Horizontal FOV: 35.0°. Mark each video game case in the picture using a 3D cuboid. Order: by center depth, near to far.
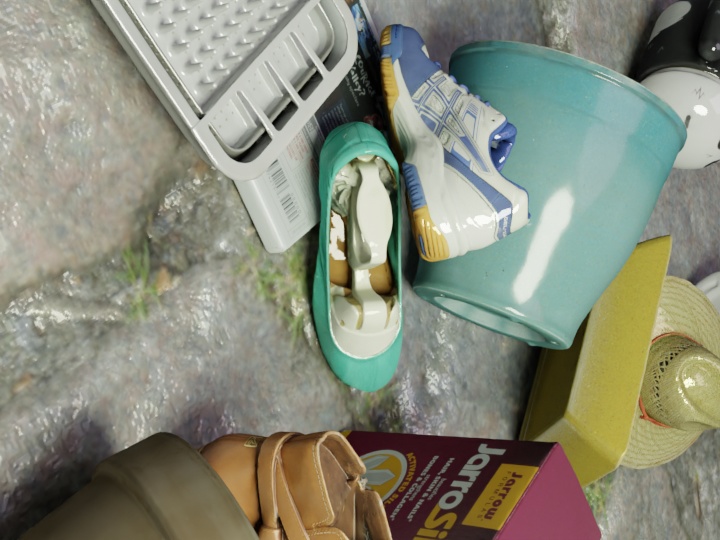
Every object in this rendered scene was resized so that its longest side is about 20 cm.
[{"bbox_3d":[-0.048,-0.145,0.821,0.182,0.023,0.203,-42,116,-40],"label":"video game case"}]

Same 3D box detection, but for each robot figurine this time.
[{"bbox_3d":[0.352,-0.200,1.184,0.150,0.124,0.202,46,55,-31],"label":"robot figurine"}]

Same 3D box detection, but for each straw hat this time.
[{"bbox_3d":[0.310,0.110,1.093,0.198,0.085,0.205,-6,104,-27],"label":"straw hat"}]

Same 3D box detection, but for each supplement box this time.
[{"bbox_3d":[0.044,0.177,0.763,0.110,0.198,0.087,-46,118,-38],"label":"supplement box"}]

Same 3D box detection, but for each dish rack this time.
[{"bbox_3d":[-0.095,-0.176,0.725,0.172,0.043,0.201,-54,123,-34],"label":"dish rack"}]

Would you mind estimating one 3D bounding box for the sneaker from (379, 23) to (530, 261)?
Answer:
[{"bbox_3d":[0.065,-0.097,0.813,0.076,0.086,0.203,76,1,-59],"label":"sneaker"}]

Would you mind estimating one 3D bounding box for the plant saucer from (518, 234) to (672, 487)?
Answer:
[{"bbox_3d":[0.189,0.085,0.974,0.048,0.200,0.203,19,66,-1],"label":"plant saucer"}]

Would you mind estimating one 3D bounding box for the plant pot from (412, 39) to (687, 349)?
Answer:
[{"bbox_3d":[0.132,-0.047,0.898,0.199,0.198,0.191,27,81,-42],"label":"plant pot"}]

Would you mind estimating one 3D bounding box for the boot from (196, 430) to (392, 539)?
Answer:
[{"bbox_3d":[-0.034,0.188,0.692,0.202,0.153,0.074,59,39,-16],"label":"boot"}]

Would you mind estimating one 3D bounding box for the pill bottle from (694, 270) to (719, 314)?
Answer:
[{"bbox_3d":[0.444,0.096,1.264,0.199,0.118,0.121,40,59,-38],"label":"pill bottle"}]

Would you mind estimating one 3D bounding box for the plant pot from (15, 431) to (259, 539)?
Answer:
[{"bbox_3d":[-0.143,0.210,0.589,0.171,0.199,0.204,-21,102,-28],"label":"plant pot"}]

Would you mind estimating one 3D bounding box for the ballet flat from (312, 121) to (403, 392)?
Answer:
[{"bbox_3d":[0.000,0.000,0.801,0.066,0.070,0.204,-5,106,-8],"label":"ballet flat"}]
